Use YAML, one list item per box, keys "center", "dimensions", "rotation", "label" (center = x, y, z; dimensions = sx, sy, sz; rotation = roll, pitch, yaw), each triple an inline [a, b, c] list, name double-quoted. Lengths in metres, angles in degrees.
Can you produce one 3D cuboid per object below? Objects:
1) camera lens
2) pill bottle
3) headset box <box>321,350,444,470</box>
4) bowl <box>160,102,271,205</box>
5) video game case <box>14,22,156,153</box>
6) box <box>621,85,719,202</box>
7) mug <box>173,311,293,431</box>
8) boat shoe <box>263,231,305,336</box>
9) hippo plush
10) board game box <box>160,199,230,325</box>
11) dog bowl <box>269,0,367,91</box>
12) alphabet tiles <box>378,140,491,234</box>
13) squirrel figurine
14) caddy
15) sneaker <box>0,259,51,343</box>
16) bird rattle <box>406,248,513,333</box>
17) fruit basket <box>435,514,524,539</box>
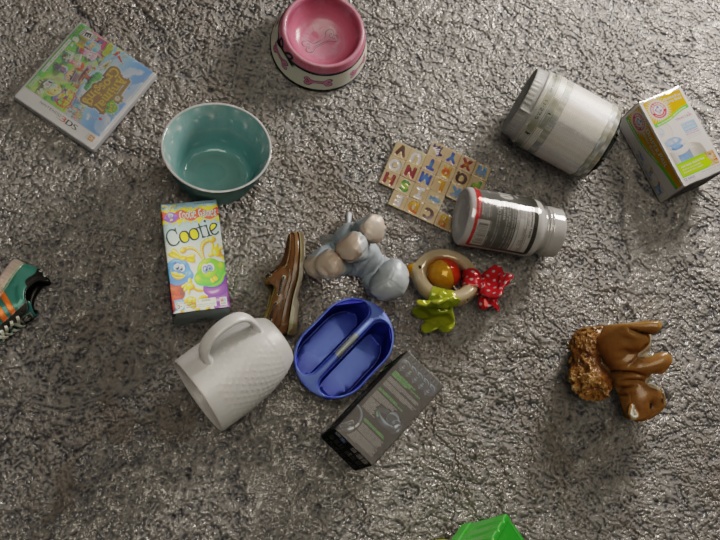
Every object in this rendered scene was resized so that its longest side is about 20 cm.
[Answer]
- center: [0.403, -0.292, 1.835]
  dimensions: [0.200, 0.160, 0.160]
  rotation: [28, 72, -2]
  label: "camera lens"
- center: [0.287, -0.090, 1.781]
  dimensions: [0.200, 0.114, 0.114]
  rotation: [9, 73, -12]
  label: "pill bottle"
- center: [0.040, 0.244, 1.615]
  dimensions: [0.093, 0.174, 0.200]
  rotation: [44, 73, 3]
  label: "headset box"
- center: [-0.268, -0.200, 1.704]
  dimensions: [0.200, 0.105, 0.201]
  rotation: [5, 60, -9]
  label: "bowl"
- center: [-0.522, -0.350, 1.755]
  dimensions: [0.182, 0.022, 0.200]
  rotation: [34, 72, 0]
  label: "video game case"
- center: [0.638, -0.260, 1.899]
  dimensions: [0.112, 0.101, 0.200]
  rotation: [-22, 80, -16]
  label: "box"
- center: [-0.215, 0.152, 1.585]
  dimensions: [0.175, 0.200, 0.148]
  rotation: [-35, 53, -19]
  label: "mug"
- center: [-0.143, 0.020, 1.697]
  dimensions: [0.068, 0.072, 0.200]
  rotation: [7, 73, -8]
  label: "boat shoe"
- center: [0.000, 0.000, 1.691]
  dimensions: [0.159, 0.200, 0.161]
  rotation: [-41, 104, -13]
  label: "hippo plush"
- center: [-0.299, -0.014, 1.661]
  dimensions: [0.105, 0.103, 0.200]
  rotation: [-7, 76, -12]
  label: "board game box"
- center: [-0.079, -0.464, 1.840]
  dimensions: [0.200, 0.074, 0.201]
  rotation: [3, 75, -10]
  label: "dog bowl"
- center: [0.144, -0.176, 1.837]
  dimensions: [0.200, 0.008, 0.167]
  rotation: [25, 72, -3]
  label: "alphabet tiles"
- center: [0.489, 0.196, 1.750]
  dimensions: [0.199, 0.142, 0.187]
  rotation: [-6, 86, 3]
  label: "squirrel figurine"
- center: [-0.033, 0.143, 1.665]
  dimensions: [0.141, 0.105, 0.200]
  rotation: [44, 72, 2]
  label: "caddy"
- center: [-0.612, 0.080, 1.596]
  dimensions: [0.080, 0.071, 0.200]
  rotation: [23, 71, 1]
  label: "sneaker"
- center: [0.178, 0.020, 1.745]
  dimensions: [0.200, 0.113, 0.163]
  rotation: [-29, 64, -18]
  label: "bird rattle"
- center: [0.177, 0.519, 1.579]
  dimensions: [0.215, 0.216, 0.156]
  rotation: [-32, 82, -17]
  label: "fruit basket"
